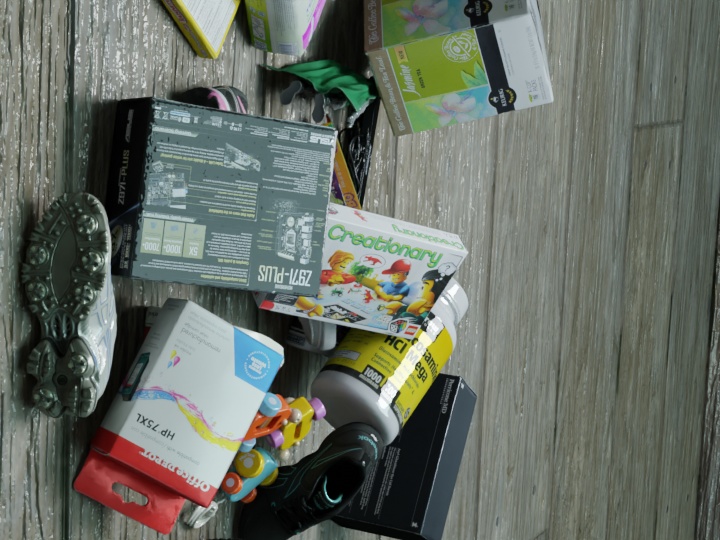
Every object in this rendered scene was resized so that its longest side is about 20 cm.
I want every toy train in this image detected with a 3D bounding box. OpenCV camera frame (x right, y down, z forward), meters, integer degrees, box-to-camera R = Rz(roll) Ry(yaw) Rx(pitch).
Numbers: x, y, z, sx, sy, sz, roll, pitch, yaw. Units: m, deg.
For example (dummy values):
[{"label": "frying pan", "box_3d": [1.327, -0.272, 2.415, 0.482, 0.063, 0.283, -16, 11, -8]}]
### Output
[{"label": "toy train", "box_3d": [-0.119, 0.178, 1.585, 0.149, 0.056, 0.201, -16, 148, -48]}]

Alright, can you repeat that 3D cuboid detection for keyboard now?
[{"label": "keyboard", "box_3d": [-0.008, -0.138, 1.827, 0.104, 0.039, 0.203, 66, 32, -82]}]

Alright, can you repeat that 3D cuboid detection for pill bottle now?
[{"label": "pill bottle", "box_3d": [0.039, 0.091, 1.726, 0.201, 0.111, 0.113, -54, 142, -29]}]

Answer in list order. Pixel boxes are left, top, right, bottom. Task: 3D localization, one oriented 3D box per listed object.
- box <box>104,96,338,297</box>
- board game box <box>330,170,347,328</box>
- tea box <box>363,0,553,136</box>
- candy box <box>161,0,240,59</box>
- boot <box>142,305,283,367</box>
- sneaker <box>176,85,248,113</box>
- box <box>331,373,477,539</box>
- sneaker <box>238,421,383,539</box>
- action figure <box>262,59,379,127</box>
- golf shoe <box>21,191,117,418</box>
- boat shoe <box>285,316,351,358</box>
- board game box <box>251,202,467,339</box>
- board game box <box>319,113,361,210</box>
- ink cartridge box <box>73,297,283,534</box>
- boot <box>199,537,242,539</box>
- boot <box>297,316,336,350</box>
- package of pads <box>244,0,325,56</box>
[{"label": "box", "box_3d": [-0.133, -0.067, 1.432, 0.198, 0.086, 0.166, 6, 91, -31]}, {"label": "board game box", "box_3d": [-0.035, -0.044, 1.665, 0.201, 0.032, 0.121, 86, -16, -53]}, {"label": "tea box", "box_3d": [0.110, -0.285, 1.770, 0.202, 0.194, 0.134, -92, 165, -45]}, {"label": "candy box", "box_3d": [-0.139, -0.323, 1.521, 0.102, 0.026, 0.202, 54, 49, -53]}, {"label": "boot", "box_3d": [-0.158, 0.123, 1.543, 0.199, 0.072, 0.146, 18, 80, -54]}, {"label": "sneaker", "box_3d": [-0.126, -0.093, 1.542, 0.086, 0.079, 0.203, -33, 126, -56]}, {"label": "box", "box_3d": [0.050, 0.226, 1.889, 0.079, 0.140, 0.202, 44, 58, -56]}, {"label": "sneaker", "box_3d": [-0.061, 0.242, 1.652, 0.075, 0.200, 0.079, 44, 15, -13]}, {"label": "action figure", "box_3d": [-0.027, -0.201, 1.709, 0.055, 0.117, 0.200, -63, 168, 18]}, {"label": "golf shoe", "box_3d": [-0.252, 0.027, 1.355, 0.097, 0.077, 0.203, -40, 138, -76]}, {"label": "boat shoe", "box_3d": [-0.016, 0.074, 1.801, 0.198, 0.073, 0.069, 22, 86, -51]}, {"label": "board game box", "box_3d": [0.000, 0.000, 1.591, 0.198, 0.035, 0.127, 12, 123, -32]}, {"label": "board game box", "box_3d": [-0.018, -0.073, 1.697, 0.096, 0.030, 0.202, 84, -7, -53]}, {"label": "ink cartridge box", "box_3d": [-0.171, 0.141, 1.429, 0.115, 0.067, 0.202, 31, 79, -23]}, {"label": "boot", "box_3d": [-0.173, 0.364, 1.548, 0.211, 0.078, 0.160, -16, 117, -72]}, {"label": "boot", "box_3d": [-0.087, 0.002, 1.638, 0.094, 0.074, 0.202, -16, 111, -16]}, {"label": "package of pads", "box_3d": [-0.061, -0.346, 1.580, 0.155, 0.067, 0.202, 86, 21, -65]}]
